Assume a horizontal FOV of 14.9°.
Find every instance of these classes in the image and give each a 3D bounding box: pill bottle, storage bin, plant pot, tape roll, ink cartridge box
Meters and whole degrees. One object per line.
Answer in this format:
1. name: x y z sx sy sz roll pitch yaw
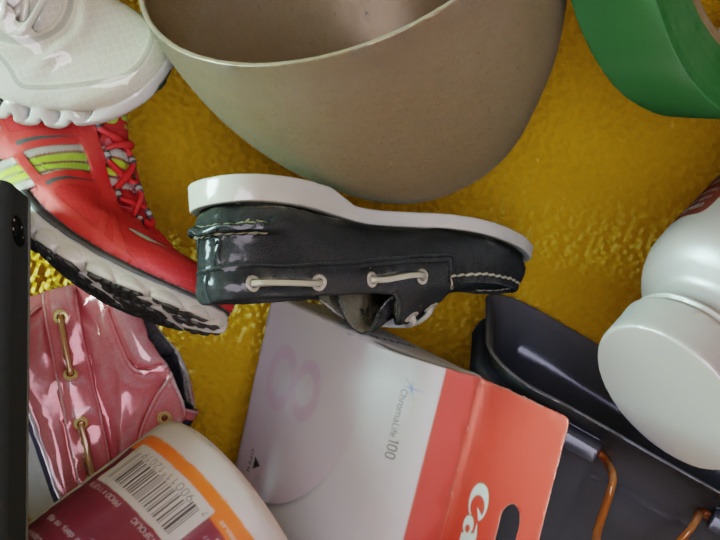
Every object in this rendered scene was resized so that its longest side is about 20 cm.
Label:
1. pill bottle: -0.130 0.170 1.253 0.200 0.114 0.114 -37 98 -17
2. storage bin: 0.115 0.129 1.335 0.199 0.146 0.135 28 106 -6
3. plant pot: 0.014 -0.110 1.281 0.200 0.201 0.135 -24 128 1
4. pill bottle: 0.203 -0.002 1.286 0.200 0.112 0.112 -43 98 -28
5. tape roll: 0.165 -0.170 1.268 0.048 0.200 0.202 6 100 38
6. ink cartridge box: 0.005 0.114 1.295 0.057 0.200 0.163 10 98 -29

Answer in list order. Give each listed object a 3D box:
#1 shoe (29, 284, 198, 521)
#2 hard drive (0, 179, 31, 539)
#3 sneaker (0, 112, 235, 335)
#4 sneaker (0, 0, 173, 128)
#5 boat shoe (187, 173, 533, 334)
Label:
1. shoe: -0.116 0.100 1.347 0.091 0.071 0.201 -21 95 4
2. hard drive: -0.216 0.067 1.231 0.139 0.033 0.201 -9 67 17
3. sneaker: -0.130 -0.044 1.299 0.200 0.077 0.085 36 84 21
4. sneaker: -0.181 -0.129 1.280 0.199 0.081 0.075 21 58 11
5. boat shoe: 0.000 0.000 1.287 0.199 0.075 0.061 8 77 -36
